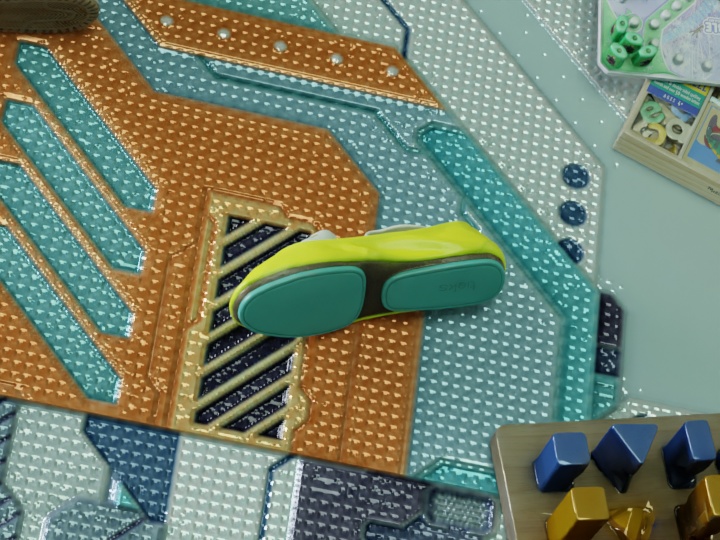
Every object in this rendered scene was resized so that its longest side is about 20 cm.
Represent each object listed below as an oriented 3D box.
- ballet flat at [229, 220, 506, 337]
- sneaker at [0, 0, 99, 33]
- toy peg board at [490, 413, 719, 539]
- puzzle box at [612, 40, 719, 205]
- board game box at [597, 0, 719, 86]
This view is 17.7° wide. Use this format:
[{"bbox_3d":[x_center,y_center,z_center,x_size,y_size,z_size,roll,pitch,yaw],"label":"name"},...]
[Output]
[{"bbox_3d":[0.000,0.000,1.544,0.200,0.067,0.067,-7,44,-20],"label":"ballet flat"},{"bbox_3d":[-0.280,-0.228,1.582,0.200,0.071,0.113,3,66,-21],"label":"sneaker"},{"bbox_3d":[0.206,0.173,1.477,0.200,0.098,0.199,-2,64,-15],"label":"toy peg board"},{"bbox_3d":[0.298,-0.097,1.683,0.200,0.025,0.133,28,59,1],"label":"puzzle box"},{"bbox_3d":[0.276,-0.231,1.694,0.200,0.026,0.200,5,72,-8],"label":"board game box"}]
